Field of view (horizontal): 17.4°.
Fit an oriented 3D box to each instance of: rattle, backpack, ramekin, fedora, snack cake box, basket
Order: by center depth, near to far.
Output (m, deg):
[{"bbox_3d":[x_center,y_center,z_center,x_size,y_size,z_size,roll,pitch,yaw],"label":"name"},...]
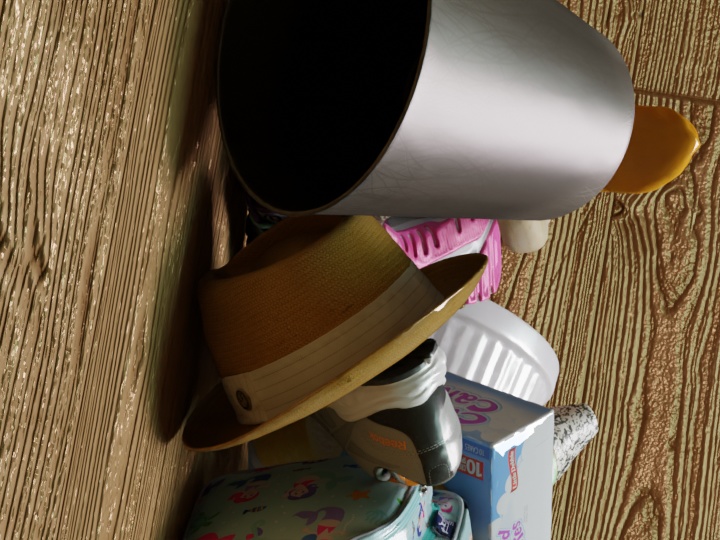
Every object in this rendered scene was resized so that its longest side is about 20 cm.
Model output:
[{"bbox_3d":[0.042,-0.100,1.222,0.200,0.136,0.180,14,81,-50],"label":"basket"},{"bbox_3d":[-0.029,0.018,1.250,0.082,0.201,0.201,58,13,-8],"label":"fedora"},{"bbox_3d":[-0.022,0.198,1.336,0.200,0.178,0.151,-72,148,-60],"label":"backpack"},{"bbox_3d":[0.022,0.119,1.477,0.067,0.200,0.115,-25,123,-45],"label":"snack cake box"},{"bbox_3d":[0.145,-0.078,1.547,0.200,0.143,0.130,42,25,-72],"label":"rattle"},{"bbox_3d":[0.033,0.086,1.686,0.200,0.200,0.105,88,21,-66],"label":"ramekin"}]

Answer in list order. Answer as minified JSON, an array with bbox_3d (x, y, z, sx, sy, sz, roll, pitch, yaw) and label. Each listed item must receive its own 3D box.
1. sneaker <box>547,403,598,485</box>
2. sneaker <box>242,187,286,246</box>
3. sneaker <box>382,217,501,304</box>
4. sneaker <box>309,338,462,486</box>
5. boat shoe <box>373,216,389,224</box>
[{"bbox_3d":[0.094,0.131,1.552,0.200,0.089,0.077,-28,-95,61],"label":"sneaker"},{"bbox_3d":[-0.044,-0.024,1.360,0.088,0.074,0.200,-53,142,-58],"label":"sneaker"},{"bbox_3d":[0.000,0.000,1.545,0.200,0.088,0.081,-6,96,-45],"label":"sneaker"},{"bbox_3d":[0.008,0.082,1.333,0.200,0.074,0.079,-170,-121,-78],"label":"sneaker"},{"bbox_3d":[0.035,-0.098,1.351,0.202,0.075,0.075,-73,159,-48],"label":"boat shoe"}]
